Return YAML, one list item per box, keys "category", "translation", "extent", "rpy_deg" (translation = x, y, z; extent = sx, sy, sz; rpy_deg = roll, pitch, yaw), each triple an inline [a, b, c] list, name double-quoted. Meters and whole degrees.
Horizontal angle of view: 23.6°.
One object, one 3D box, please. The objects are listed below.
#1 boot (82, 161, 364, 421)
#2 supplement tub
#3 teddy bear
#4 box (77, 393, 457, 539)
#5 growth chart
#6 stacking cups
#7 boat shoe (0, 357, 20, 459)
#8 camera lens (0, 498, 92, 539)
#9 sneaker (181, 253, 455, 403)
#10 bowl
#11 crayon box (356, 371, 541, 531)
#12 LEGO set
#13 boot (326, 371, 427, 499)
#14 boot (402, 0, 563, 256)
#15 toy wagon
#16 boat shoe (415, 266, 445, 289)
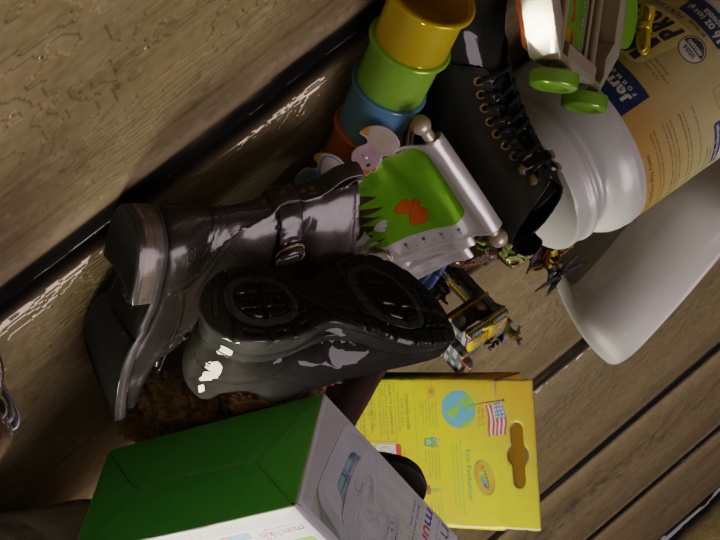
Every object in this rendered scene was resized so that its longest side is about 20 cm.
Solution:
- category: "boot"
  translation: [-0.085, 0.017, 1.137]
  extent: [0.173, 0.069, 0.201]
  rpy_deg: [-9, 141, -28]
- category: "supplement tub"
  translation: [0.197, -0.119, 1.313]
  extent: [0.199, 0.144, 0.145]
  rpy_deg: [-34, 156, -20]
- category: "teddy bear"
  translation: [-0.098, 0.088, 1.243]
  extent: [0.144, 0.067, 0.200]
  rpy_deg: [3, 160, -16]
- category: "box"
  translation: [-0.063, 0.193, 1.196]
  extent: [0.199, 0.097, 0.177]
  rpy_deg: [-18, 130, 33]
- category: "growth chart"
  translation: [-0.001, -0.024, 1.184]
  extent: [0.199, 0.018, 0.145]
  rpy_deg: [-29, 127, 26]
- category: "stacking cups"
  translation: [0.012, -0.106, 1.144]
  extent: [0.060, 0.061, 0.201]
  rpy_deg: [-21, 150, -41]
- category: "boat shoe"
  translation: [-0.253, 0.094, 1.064]
  extent: [0.072, 0.072, 0.200]
  rpy_deg: [-27, 163, -43]
- category: "camera lens"
  translation: [-0.240, 0.253, 1.233]
  extent: [0.160, 0.160, 0.200]
  rpy_deg: [-52, 156, 21]
- category: "sneaker"
  translation: [-0.030, 0.043, 1.123]
  extent: [0.199, 0.076, 0.091]
  rpy_deg: [2, 138, -33]
- category: "bowl"
  translation: [0.243, -0.037, 1.538]
  extent: [0.200, 0.074, 0.200]
  rpy_deg: [-50, -161, 16]
- category: "crayon box"
  translation: [0.069, 0.150, 1.441]
  extent: [0.051, 0.199, 0.128]
  rpy_deg: [-7, 95, -57]
- category: "LEGO set"
  translation: [0.115, -0.008, 1.409]
  extent: [0.199, 0.116, 0.154]
  rpy_deg: [-29, 154, -31]
- category: "boot"
  translation: [-0.002, 0.107, 1.317]
  extent: [0.200, 0.185, 0.065]
  rpy_deg: [-56, 131, -47]
- category: "boot"
  translation: [0.099, -0.117, 1.164]
  extent: [0.077, 0.138, 0.201]
  rpy_deg: [-31, 154, -25]
- category: "toy wagon"
  translation: [0.155, -0.187, 1.169]
  extent: [0.200, 0.039, 0.156]
  rpy_deg: [17, 81, -65]
- category: "boat shoe"
  translation: [0.000, 0.000, 1.282]
  extent: [0.200, 0.072, 0.073]
  rpy_deg: [-40, -166, 33]
